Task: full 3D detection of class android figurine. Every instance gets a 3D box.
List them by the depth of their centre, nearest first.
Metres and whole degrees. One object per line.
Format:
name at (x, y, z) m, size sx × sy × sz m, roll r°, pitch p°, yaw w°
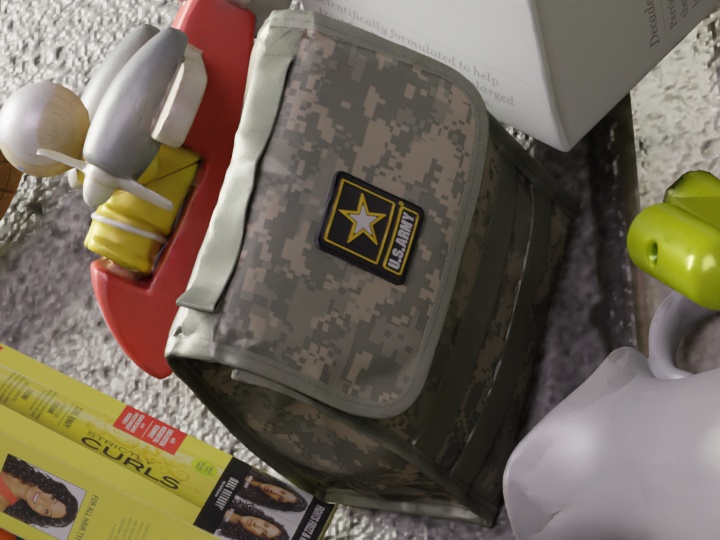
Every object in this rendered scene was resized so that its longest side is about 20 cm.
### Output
android figurine at (0.205, -0.002, 1.181) m, size 0.200 × 0.181 × 0.041 m, roll -136°, pitch 48°, yaw -65°

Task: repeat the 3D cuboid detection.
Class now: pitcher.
pitcher at (0.183, 0.068, 1.199) m, size 0.199 × 0.121 × 0.172 m, roll 6°, pitch 50°, yaw 37°

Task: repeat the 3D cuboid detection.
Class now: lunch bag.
lunch bag at (0.000, 0.000, 1.271) m, size 0.117 × 0.200 × 0.165 m, roll 5°, pitch 70°, yaw 31°

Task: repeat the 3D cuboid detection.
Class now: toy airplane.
toy airplane at (-0.099, -0.076, 1.362) m, size 0.141 × 0.200 × 0.200 m, roll 3°, pitch 51°, yaw -7°

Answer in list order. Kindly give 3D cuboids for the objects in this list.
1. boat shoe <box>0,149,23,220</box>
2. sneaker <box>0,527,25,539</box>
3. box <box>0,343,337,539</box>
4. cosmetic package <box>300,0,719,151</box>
boat shoe at (-0.243, -0.002, 1.500) m, size 0.200 × 0.072 × 0.072 m, roll -59°, pitch 23°, yaw 7°
sneaker at (-0.170, 0.124, 1.329) m, size 0.071 × 0.080 × 0.200 m, roll -21°, pitch 20°, yaw 39°
box at (-0.115, 0.095, 1.305) m, size 0.199 × 0.075 × 0.050 m, roll 26°, pitch 116°, yaw 4°
cosmetic package at (0.080, -0.196, 1.302) m, size 0.165 × 0.165 × 0.200 m, roll 28°, pitch 60°, yaw 36°
